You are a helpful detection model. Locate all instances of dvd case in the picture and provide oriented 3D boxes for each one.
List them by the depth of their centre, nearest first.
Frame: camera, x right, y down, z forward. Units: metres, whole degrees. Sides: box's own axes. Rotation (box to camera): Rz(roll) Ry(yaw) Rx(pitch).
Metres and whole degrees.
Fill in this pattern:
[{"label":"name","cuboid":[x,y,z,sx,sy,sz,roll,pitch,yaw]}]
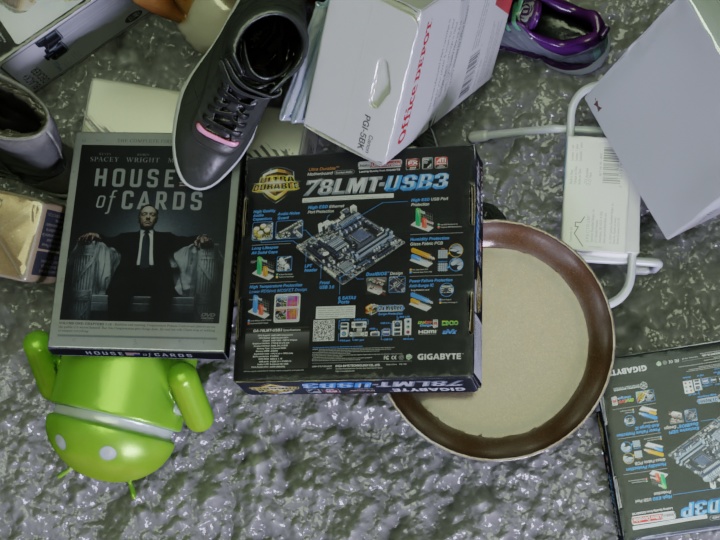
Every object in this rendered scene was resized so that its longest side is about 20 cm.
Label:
[{"label":"dvd case","cuboid":[-0.177,-0.023,1.345,0.150,0.025,0.201,1,68,5]}]

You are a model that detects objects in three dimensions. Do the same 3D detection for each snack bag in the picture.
[{"label":"snack bag","cuboid":[0.007,-0.220,1.349,0.021,0.189,0.200,27,108,18]}]

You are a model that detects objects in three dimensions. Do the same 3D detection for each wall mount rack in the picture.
[{"label":"wall mount rack","cuboid":[0.179,-0.063,1.401,0.173,0.075,0.201,4,82,2]}]

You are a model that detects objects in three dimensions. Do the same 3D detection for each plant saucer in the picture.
[{"label":"plant saucer","cuboid":[0.111,0.058,1.330,0.200,0.032,0.201,0,83,1]}]

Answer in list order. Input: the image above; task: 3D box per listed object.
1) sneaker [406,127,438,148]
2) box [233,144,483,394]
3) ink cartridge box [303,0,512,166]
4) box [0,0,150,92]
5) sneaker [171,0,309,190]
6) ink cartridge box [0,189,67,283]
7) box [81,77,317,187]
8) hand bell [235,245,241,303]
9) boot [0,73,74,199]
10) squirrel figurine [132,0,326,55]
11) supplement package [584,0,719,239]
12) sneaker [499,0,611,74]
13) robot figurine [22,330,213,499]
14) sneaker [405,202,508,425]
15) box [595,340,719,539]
[{"label":"sneaker","cuboid":[0.036,-0.057,1.400,0.066,0.091,0.201,3,82,5]},{"label":"box","cuboid":[0.000,0.000,1.306,0.199,0.050,0.199,-3,70,12]},{"label":"ink cartridge box","cuboid":[0.047,-0.198,1.318,0.083,0.200,0.147,28,128,18]},{"label":"box","cuboid":[-0.249,-0.248,1.442,0.200,0.117,0.060,-34,83,-2]},{"label":"sneaker","cuboid":[-0.101,-0.143,1.280,0.071,0.099,0.200,24,109,-13]},{"label":"ink cartridge box","cuboid":[-0.352,-0.042,1.394,0.199,0.165,0.075,12,89,7]},{"label":"box","cuboid":[-0.143,-0.118,1.431,0.199,0.082,0.069,9,84,8]},{"label":"hand bell","cuboid":[-0.126,-0.025,1.424,0.200,0.104,0.104,40,87,21]},{"label":"boot","cuboid":[-0.327,-0.125,1.386,0.181,0.200,0.073,15,85,9]},{"label":"squirrel figurine","cuboid":[-0.070,-0.268,1.386,0.187,0.200,0.142,-36,103,24]},{"label":"supplement package","cuboid":[0.332,-0.154,1.306,0.200,0.191,0.147,-24,79,-23]},{"label":"sneaker","cuboid":[0.127,-0.234,1.419,0.199,0.088,0.075,14,83,7]},{"label":"robot figurine","cuboid":[-0.204,0.092,1.386,0.175,0.116,0.201,10,82,22]},{"label":"sneaker","cuboid":[0.079,0.037,1.388,0.076,0.077,0.200,17,85,5]},{"label":"box","cuboid":[0.308,0.141,1.369,0.199,0.046,0.159,-9,81,4]}]
